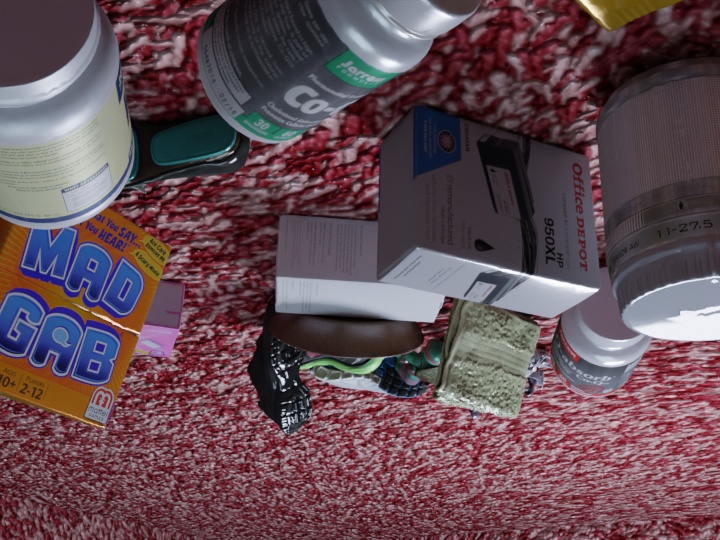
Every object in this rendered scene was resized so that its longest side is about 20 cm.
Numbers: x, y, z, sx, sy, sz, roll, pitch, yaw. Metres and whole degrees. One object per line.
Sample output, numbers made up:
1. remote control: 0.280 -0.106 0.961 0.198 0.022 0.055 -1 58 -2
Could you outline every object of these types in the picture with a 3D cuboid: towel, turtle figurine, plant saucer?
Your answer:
1. towel: 0.168 0.114 1.259 0.036 0.151 0.199 9 171 41
2. turtle figurine: 0.101 0.111 1.340 0.147 0.103 0.200 2 162 0
3. plant saucer: -0.016 0.060 1.201 0.196 0.037 0.201 5 -165 -1

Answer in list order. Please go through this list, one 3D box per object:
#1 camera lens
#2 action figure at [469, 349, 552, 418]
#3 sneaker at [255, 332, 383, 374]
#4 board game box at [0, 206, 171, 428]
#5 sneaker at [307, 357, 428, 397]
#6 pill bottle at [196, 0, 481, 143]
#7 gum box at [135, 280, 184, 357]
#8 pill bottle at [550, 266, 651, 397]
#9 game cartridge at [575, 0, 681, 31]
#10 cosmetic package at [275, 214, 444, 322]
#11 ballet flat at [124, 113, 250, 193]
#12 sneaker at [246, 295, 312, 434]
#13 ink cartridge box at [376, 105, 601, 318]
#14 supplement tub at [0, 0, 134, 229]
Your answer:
1. camera lens: 0.281 -0.061 0.799 0.157 0.204 0.161 1 157 1
2. action figure: 0.215 0.163 1.476 0.128 0.070 0.200 20 148 -24
3. sneaker: -0.059 0.093 1.358 0.196 0.077 0.085 -1 122 23
4. board game box: -0.353 0.019 0.968 0.197 0.203 0.200 9 163 33
5. sneaker: 0.010 0.153 1.481 0.196 0.076 0.087 13 163 -7
6. pill bottle: -0.018 -0.177 0.672 0.112 0.115 0.198 21 150 -37
7. gum box: -0.341 0.055 1.274 0.196 0.067 0.114 9 154 -15
8. pill bottle: 0.306 0.078 1.215 0.113 0.118 0.201 0 156 5
9. game cartridge: 0.202 -0.241 0.613 0.198 0.033 0.175 -21 147 39
10. cosmetic package: 0.000 0.000 1.111 0.196 0.083 0.113 3 157 -6
11. ballet flat: -0.198 -0.105 0.910 0.196 0.069 0.068 -1 165 8
12. sneaker: -0.120 0.125 1.321 0.090 0.204 0.075 21 -151 40
13. ink cartridge box: 0.120 -0.052 0.903 0.197 0.147 0.084 12 154 -22
14. supplement tub: -0.255 -0.136 0.743 0.142 0.148 0.201 5 156 -6
